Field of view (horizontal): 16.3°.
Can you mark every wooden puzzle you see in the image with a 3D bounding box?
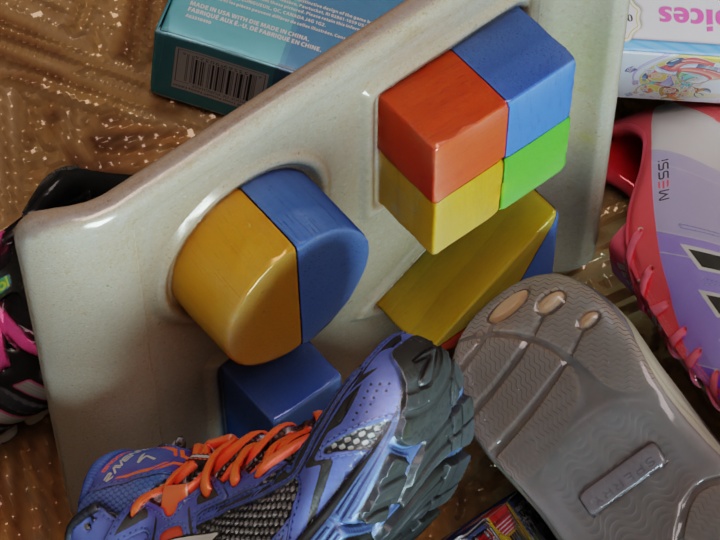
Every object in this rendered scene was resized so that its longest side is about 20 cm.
[{"bbox_3d":[0.000,0.000,0.764,0.200,0.185,0.046,-30,62,-18],"label":"wooden puzzle"}]

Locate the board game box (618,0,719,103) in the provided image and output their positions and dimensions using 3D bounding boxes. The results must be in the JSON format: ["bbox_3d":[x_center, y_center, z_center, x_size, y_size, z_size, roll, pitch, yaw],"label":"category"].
[{"bbox_3d":[0.160,-0.122,0.864,0.200,0.034,0.135,4,68,-2],"label":"board game box"}]

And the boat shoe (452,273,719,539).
[{"bbox_3d":[0.102,0.089,0.767,0.074,0.073,0.200,-33,66,13],"label":"boat shoe"}]

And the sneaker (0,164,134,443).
[{"bbox_3d":[-0.107,0.011,0.800,0.200,0.087,0.074,-15,69,-14],"label":"sneaker"}]

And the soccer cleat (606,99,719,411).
[{"bbox_3d":[0.118,0.011,0.817,0.073,0.068,0.200,-4,38,1],"label":"soccer cleat"}]

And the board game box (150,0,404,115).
[{"bbox_3d":[0.027,-0.134,0.907,0.151,0.047,0.200,18,64,0],"label":"board game box"}]

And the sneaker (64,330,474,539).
[{"bbox_3d":[-0.045,0.077,0.720,0.078,0.200,0.075,49,34,6],"label":"sneaker"}]

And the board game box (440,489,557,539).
[{"bbox_3d":[0.061,0.173,0.713,0.062,0.200,0.200,-35,85,13],"label":"board game box"}]
